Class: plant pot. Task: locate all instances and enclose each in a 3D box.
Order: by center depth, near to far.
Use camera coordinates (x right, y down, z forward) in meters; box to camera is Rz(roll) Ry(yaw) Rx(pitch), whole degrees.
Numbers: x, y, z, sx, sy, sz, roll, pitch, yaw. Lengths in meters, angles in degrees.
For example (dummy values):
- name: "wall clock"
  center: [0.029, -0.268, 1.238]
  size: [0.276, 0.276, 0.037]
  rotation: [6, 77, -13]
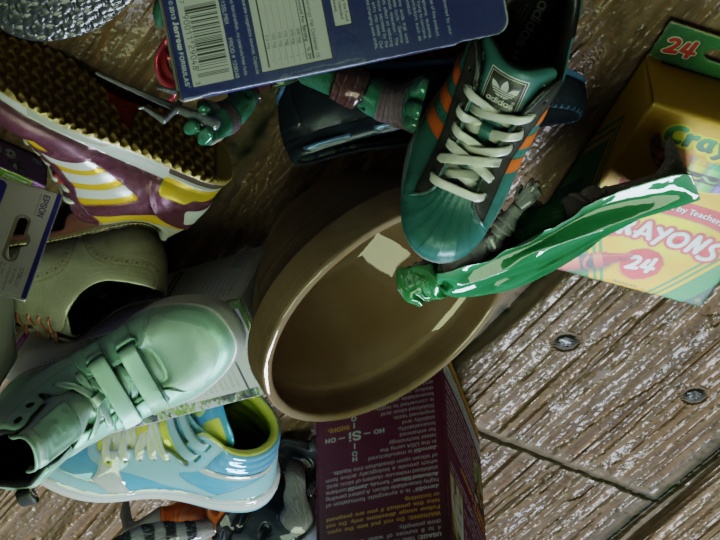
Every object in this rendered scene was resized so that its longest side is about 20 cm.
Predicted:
- name: "plant pot"
  center: [0.000, 0.000, 1.413]
  size: [0.200, 0.093, 0.202]
  rotation: [-24, 144, -19]

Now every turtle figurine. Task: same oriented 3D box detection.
- name: "turtle figurine"
  center: [-0.055, -0.149, 1.273]
  size: [0.198, 0.101, 0.151]
  rotation: [10, 97, -4]

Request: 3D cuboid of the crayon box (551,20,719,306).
- name: "crayon box"
  center: [0.217, -0.067, 1.401]
  size: [0.126, 0.051, 0.200]
  rotation: [14, 136, -15]

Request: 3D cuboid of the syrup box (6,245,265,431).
- name: "syrup box"
  center: [-0.148, 0.056, 1.485]
  size: [0.199, 0.082, 0.079]
  rotation: [-15, 114, 21]

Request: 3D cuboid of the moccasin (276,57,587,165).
- name: "moccasin"
  center: [0.047, -0.093, 1.342]
  size: [0.198, 0.069, 0.081]
  rotation: [-3, 163, 3]

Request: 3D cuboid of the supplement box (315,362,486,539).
- name: "supplement box"
  center: [0.031, 0.168, 1.546]
  size: [0.102, 0.201, 0.131]
  rotation: [-11, 136, 10]

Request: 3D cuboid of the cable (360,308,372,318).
- name: "cable"
  center: [-0.076, 0.055, 1.530]
  size: [0.199, 0.051, 0.097]
  rotation: [-12, 134, 12]

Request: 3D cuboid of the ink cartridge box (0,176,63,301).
- name: "ink cartridge box"
  center: [-0.298, -0.034, 1.327]
  size: [0.199, 0.095, 0.037]
  rotation: [15, 139, -2]

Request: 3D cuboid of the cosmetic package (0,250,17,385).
- name: "cosmetic package"
  center: [-0.337, 0.024, 1.397]
  size: [0.198, 0.073, 0.104]
  rotation: [5, 119, 10]

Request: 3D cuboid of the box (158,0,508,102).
- name: "box"
  center: [-0.020, -0.177, 1.214]
  size: [0.199, 0.032, 0.122]
  rotation: [-12, 97, -7]

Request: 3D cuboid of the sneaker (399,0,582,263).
- name: "sneaker"
  center: [0.077, -0.100, 1.261]
  size: [0.071, 0.080, 0.201]
  rotation: [22, 91, 0]

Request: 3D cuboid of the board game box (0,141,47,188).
- name: "board game box"
  center: [-0.326, -0.068, 1.403]
  size: [0.199, 0.032, 0.120]
  rotation: [24, 136, -27]

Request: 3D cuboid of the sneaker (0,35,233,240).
- name: "sneaker"
  center: [-0.185, -0.077, 1.362]
  size: [0.199, 0.075, 0.090]
  rotation: [25, 127, -25]

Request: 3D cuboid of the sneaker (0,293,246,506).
- name: "sneaker"
  center: [-0.170, 0.091, 1.393]
  size: [0.200, 0.118, 0.074]
  rotation: [-25, 108, 22]

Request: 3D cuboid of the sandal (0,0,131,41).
- name: "sandal"
  center: [-0.144, -0.213, 1.240]
  size: [0.075, 0.048, 0.200]
  rotation: [33, 115, -31]

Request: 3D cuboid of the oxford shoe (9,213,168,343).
- name: "oxford shoe"
  center: [-0.227, 0.017, 1.440]
  size: [0.199, 0.074, 0.071]
  rotation: [-22, 152, 8]

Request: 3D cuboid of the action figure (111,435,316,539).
- name: "action figure"
  center: [-0.100, 0.216, 1.673]
  size: [0.192, 0.105, 0.201]
  rotation: [14, 134, -2]

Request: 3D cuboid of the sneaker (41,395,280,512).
- name: "sneaker"
  center: [-0.150, 0.116, 1.541]
  size: [0.198, 0.080, 0.131]
  rotation: [5, 149, -9]

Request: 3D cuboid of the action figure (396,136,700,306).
- name: "action figure"
  center: [0.115, -0.025, 1.334]
  size: [0.199, 0.055, 0.118]
  rotation: [-24, 168, 6]
